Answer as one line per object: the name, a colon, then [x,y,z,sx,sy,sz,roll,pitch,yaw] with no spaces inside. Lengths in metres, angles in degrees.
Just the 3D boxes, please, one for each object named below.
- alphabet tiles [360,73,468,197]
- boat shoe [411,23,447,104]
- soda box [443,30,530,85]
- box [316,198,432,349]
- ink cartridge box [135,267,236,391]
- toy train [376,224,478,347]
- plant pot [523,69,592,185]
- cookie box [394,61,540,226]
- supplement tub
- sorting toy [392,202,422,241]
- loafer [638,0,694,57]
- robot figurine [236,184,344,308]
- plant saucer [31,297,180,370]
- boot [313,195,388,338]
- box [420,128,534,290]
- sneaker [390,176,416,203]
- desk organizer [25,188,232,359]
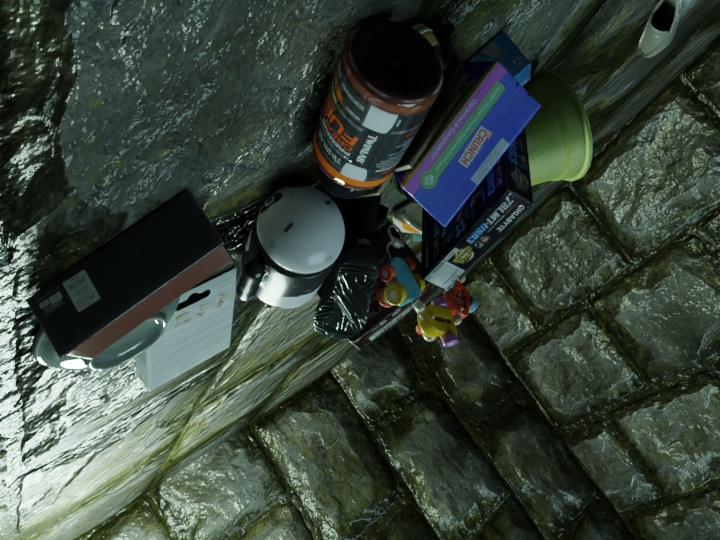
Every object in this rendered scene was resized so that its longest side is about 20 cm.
alphabet tiles: [0.061,-0.162,0.795,0.169,0.007,0.200,-55,-167,-3]
boat shoe: [0.058,-0.210,0.767,0.074,0.063,0.200,-36,173,-14]
soda box: [0.147,-0.241,0.919,0.199,0.065,0.068,-40,169,9]
box: [0.000,0.000,1.071,0.165,0.202,0.164,-37,169,-2]
ink cartridge box: [-0.276,0.083,1.003,0.161,0.050,0.203,-29,148,-36]
toy train: [0.090,0.033,0.933,0.055,0.199,0.152,-34,-150,34]
plant pot: [0.275,-0.224,1.137,0.181,0.204,0.201,-23,167,-10]
cookie box: [0.116,-0.165,0.791,0.172,0.075,0.201,-51,-166,12]
supplement tub: [0.008,-0.160,0.696,0.106,0.108,0.201,-30,166,-29]
sorting toy: [0.153,-0.125,1.400,0.198,0.108,0.180,-34,-172,-16]
loafer: [0.625,-0.517,1.328,0.069,0.071,0.201,-29,159,-13]
robot figurine: [-0.096,-0.029,0.869,0.122,0.154,0.200,12,150,-16]
plant saucer: [-0.297,0.071,0.793,0.198,0.051,0.201,-36,166,-11]
boot: [-0.012,-0.018,0.942,0.202,0.075,0.171,111,-11,-48]
box: [0.155,-0.108,0.894,0.199,0.049,0.203,-48,-153,43]
sneaker: [0.133,-0.188,1.038,0.200,0.084,0.076,-45,167,35]
desk organizer: [-0.240,0.009,0.691,0.198,0.072,0.077,-36,172,-8]
